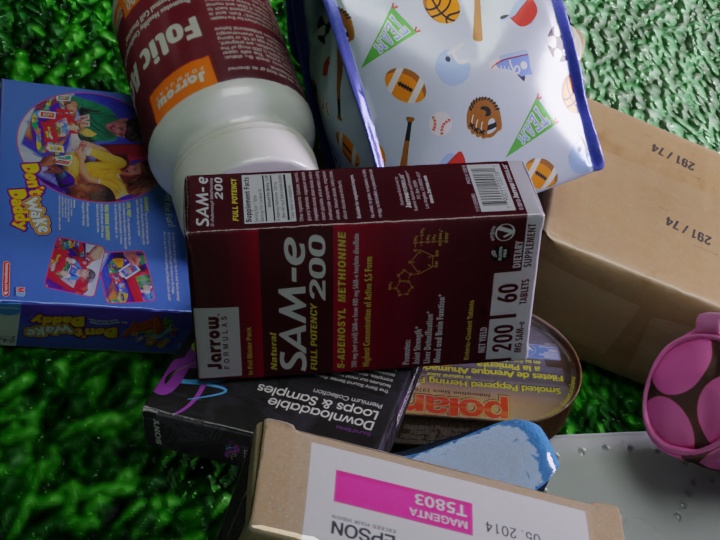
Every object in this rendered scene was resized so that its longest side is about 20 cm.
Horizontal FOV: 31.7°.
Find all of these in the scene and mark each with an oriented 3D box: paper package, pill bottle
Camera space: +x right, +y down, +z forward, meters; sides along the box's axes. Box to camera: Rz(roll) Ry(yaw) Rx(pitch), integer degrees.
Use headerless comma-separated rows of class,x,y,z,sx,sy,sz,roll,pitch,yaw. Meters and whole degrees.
paper package,0.217,-0.016,0.962,0.198,0.104,0.192,21,44,-3
pill bottle,-0.096,-0.114,0.853,0.113,0.115,0.201,-3,52,-24

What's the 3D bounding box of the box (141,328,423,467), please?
box,-0.031,0.047,0.792,0.141,0.036,0.201,11,37,13

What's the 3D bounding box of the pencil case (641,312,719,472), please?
pencil case,0.280,0.097,0.852,0.199,0.090,0.095,21,70,-40

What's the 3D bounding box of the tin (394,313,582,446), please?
tin,0.047,0.068,0.844,0.198,0.042,0.112,6,36,-6

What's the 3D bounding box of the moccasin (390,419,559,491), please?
moccasin,0.025,0.150,0.758,0.198,0.068,0.081,-10,64,-12

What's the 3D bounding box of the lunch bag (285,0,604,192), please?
lunch bag,0.049,-0.141,0.850,0.169,0.124,0.202,-21,103,-19

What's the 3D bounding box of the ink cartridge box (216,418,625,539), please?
ink cartridge box,0.018,0.180,0.658,0.198,0.166,0.075,15,36,-8

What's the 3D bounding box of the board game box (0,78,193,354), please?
board game box,-0.181,-0.039,0.862,0.133,0.045,0.201,5,49,-18

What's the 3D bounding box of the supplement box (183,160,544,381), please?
supplement box,0.000,0.000,0.735,0.197,0.110,0.061,-3,37,-5

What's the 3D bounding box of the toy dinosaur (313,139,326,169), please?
toy dinosaur,0.008,-0.060,0.926,0.087,0.047,0.202,-5,80,-6

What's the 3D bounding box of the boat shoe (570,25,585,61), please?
boat shoe,0.104,-0.114,0.977,0.064,0.072,0.201,31,80,-17

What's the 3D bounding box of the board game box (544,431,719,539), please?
board game box,0.183,0.196,0.812,0.198,0.026,0.201,1,50,-22
